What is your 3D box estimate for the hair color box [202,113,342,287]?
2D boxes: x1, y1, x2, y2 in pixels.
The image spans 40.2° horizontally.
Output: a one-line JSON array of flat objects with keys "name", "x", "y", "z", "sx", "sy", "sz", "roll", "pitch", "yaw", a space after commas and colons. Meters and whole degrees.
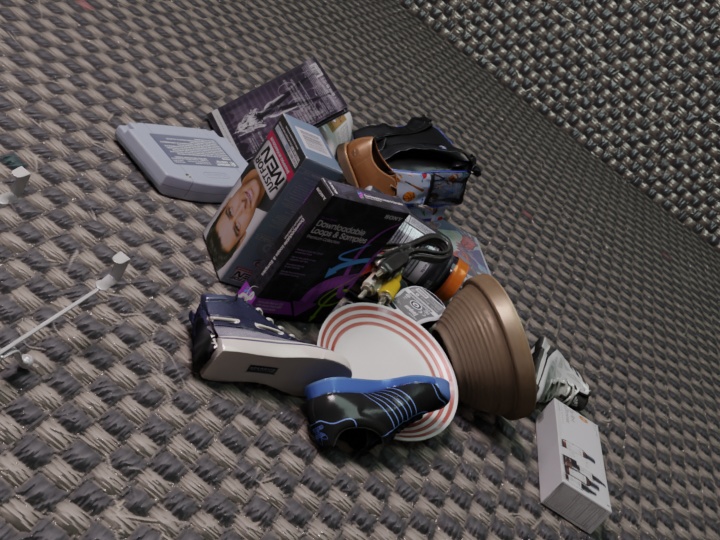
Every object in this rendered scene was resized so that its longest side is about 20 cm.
[{"name": "hair color box", "x": -0.113, "y": -0.083, "z": 1.226, "sx": 0.060, "sy": 0.200, "sz": 0.099, "roll": 18, "pitch": 30, "yaw": -37}]

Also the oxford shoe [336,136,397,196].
[{"name": "oxford shoe", "x": 0.033, "y": -0.119, "z": 1.573, "sx": 0.201, "sy": 0.071, "sz": 0.071, "roll": 65, "pitch": 20, "yaw": -20}]

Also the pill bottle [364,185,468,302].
[{"name": "pill bottle", "x": 0.067, "y": -0.033, "z": 1.501, "sx": 0.200, "sy": 0.106, "sz": 0.106, "roll": 34, "pitch": 24, "yaw": -9}]

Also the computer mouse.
[{"name": "computer mouse", "x": 0.053, "y": 0.073, "z": 1.376, "sx": 0.110, "sy": 0.044, "sz": 0.200, "roll": 42, "pitch": 30, "yaw": 21}]

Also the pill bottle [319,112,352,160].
[{"name": "pill bottle", "x": -0.076, "y": -0.224, "z": 1.636, "sx": 0.114, "sy": 0.115, "sz": 0.200, "roll": 36, "pitch": 24, "yaw": -2}]

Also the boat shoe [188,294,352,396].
[{"name": "boat shoe", "x": -0.101, "y": 0.079, "z": 1.107, "sx": 0.199, "sy": 0.075, "sz": 0.093, "roll": 16, "pitch": 39, "yaw": -38}]

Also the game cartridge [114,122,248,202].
[{"name": "game cartridge", "x": -0.235, "y": -0.150, "z": 1.385, "sx": 0.133, "sy": 0.042, "sz": 0.200, "roll": 52, "pitch": 27, "yaw": 20}]

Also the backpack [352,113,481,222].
[{"name": "backpack", "x": 0.072, "y": -0.173, "z": 1.684, "sx": 0.190, "sy": 0.155, "sz": 0.200, "roll": 2, "pitch": 29, "yaw": -30}]

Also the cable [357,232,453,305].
[{"name": "cable", "x": 0.050, "y": -0.016, "z": 1.400, "sx": 0.097, "sy": 0.050, "sz": 0.200, "roll": 45, "pitch": 37, "yaw": 13}]

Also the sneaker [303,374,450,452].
[{"name": "sneaker", "x": 0.025, "y": 0.165, "z": 1.126, "sx": 0.199, "sy": 0.070, "sz": 0.078, "roll": 2, "pitch": 66, "yaw": -33}]

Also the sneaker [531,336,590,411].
[{"name": "sneaker", "x": 0.298, "y": 0.173, "z": 1.486, "sx": 0.115, "sy": 0.076, "sz": 0.200, "roll": 37, "pitch": 22, "yaw": 5}]

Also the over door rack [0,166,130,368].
[{"name": "over door rack", "x": -0.333, "y": 0.012, "z": 0.904, "sx": 0.148, "sy": 0.067, "sz": 0.200, "roll": 39, "pitch": 45, "yaw": 4}]

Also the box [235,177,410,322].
[{"name": "box", "x": -0.046, "y": -0.018, "z": 1.204, "sx": 0.143, "sy": 0.200, "sz": 0.036, "roll": 8, "pitch": 37, "yaw": -47}]

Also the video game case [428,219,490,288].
[{"name": "video game case", "x": 0.150, "y": -0.037, "z": 1.723, "sx": 0.182, "sy": 0.023, "sz": 0.200, "roll": 27, "pitch": 26, "yaw": -23}]

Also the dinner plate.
[{"name": "dinner plate", "x": 0.032, "y": 0.127, "z": 1.226, "sx": 0.199, "sy": 0.024, "sz": 0.201, "roll": 20, "pitch": 42, "yaw": -20}]

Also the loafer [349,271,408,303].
[{"name": "loafer", "x": 0.000, "y": 0.000, "z": 1.402, "sx": 0.199, "sy": 0.063, "sz": 0.072, "roll": 18, "pitch": 30, "yaw": -37}]

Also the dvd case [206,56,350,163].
[{"name": "dvd case", "x": -0.130, "y": -0.244, "z": 1.531, "sx": 0.149, "sy": 0.199, "sz": 0.016, "roll": 60, "pitch": -3, "yaw": 41}]

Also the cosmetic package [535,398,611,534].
[{"name": "cosmetic package", "x": 0.289, "y": 0.262, "z": 1.347, "sx": 0.082, "sy": 0.051, "sz": 0.200, "roll": 34, "pitch": 24, "yaw": -9}]

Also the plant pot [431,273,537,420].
[{"name": "plant pot", "x": 0.154, "y": 0.112, "z": 1.328, "sx": 0.092, "sy": 0.201, "sz": 0.201, "roll": -15, "pitch": 43, "yaw": -9}]
